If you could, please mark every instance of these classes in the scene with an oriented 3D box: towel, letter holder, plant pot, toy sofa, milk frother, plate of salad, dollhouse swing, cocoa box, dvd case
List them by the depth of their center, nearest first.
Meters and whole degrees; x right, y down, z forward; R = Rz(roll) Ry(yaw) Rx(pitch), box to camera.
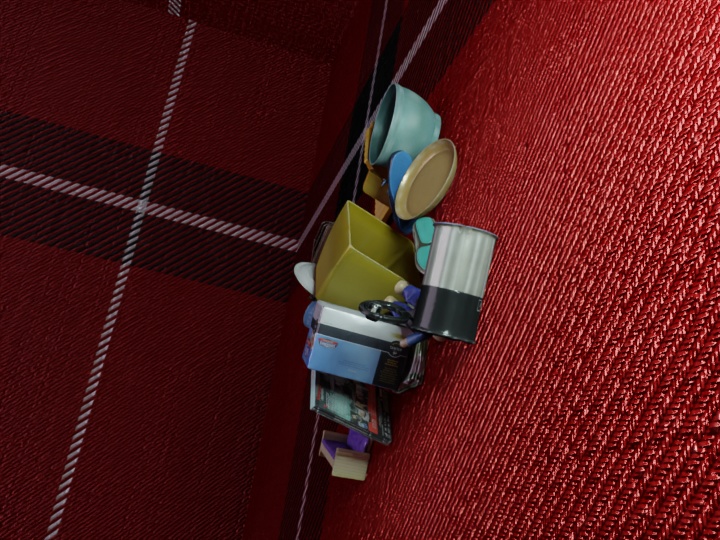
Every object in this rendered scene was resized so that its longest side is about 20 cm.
[{"bbox_3d":[0.115,0.014,1.346,0.180,0.198,0.190,163,120,-80],"label":"milk frother"},{"bbox_3d":[-0.008,0.155,1.617,0.133,0.198,0.133,-158,84,-80],"label":"cocoa box"},{"bbox_3d":[0.106,0.149,1.630,0.149,0.030,0.202,136,146,-67],"label":"towel"},{"bbox_3d":[-0.020,0.279,1.668,0.022,0.199,0.147,-46,27,29],"label":"dvd case"},{"bbox_3d":[0.148,-0.196,1.704,0.200,0.027,0.201,-43,32,34],"label":"plant pot"},{"bbox_3d":[0.000,0.000,1.761,0.177,0.199,0.201,-48,24,25],"label":"plant pot"},{"bbox_3d":[-0.038,0.425,1.855,0.200,0.082,0.099,-176,98,-78],"label":"toy sofa"},{"bbox_3d":[-0.076,0.047,1.871,0.048,0.199,0.201,-58,18,21],"label":"plate of salad"},{"bbox_3d":[0.114,-0.337,1.880,0.200,0.133,0.202,-167,90,-78],"label":"plant pot"},{"bbox_3d":[-0.009,-0.064,1.974,0.101,0.198,0.143,-87,18,-52],"label":"letter holder"},{"bbox_3d":[0.036,-0.248,2.093,0.175,0.181,0.201,-37,36,39],"label":"dollhouse swing"}]

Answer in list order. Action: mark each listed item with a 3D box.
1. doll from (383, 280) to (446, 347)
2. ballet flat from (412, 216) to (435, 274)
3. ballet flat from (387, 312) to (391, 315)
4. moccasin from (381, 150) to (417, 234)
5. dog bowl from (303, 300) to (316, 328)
[{"bbox_3d":[0.117,0.091,1.512,0.137,0.048,0.200,-52,33,-3],"label":"doll"},{"bbox_3d":[0.146,-0.036,1.617,0.201,0.067,0.064,-92,-8,-53],"label":"ballet flat"},{"bbox_3d":[0.031,0.085,1.922,0.075,0.068,0.200,-42,14,-5],"label":"ballet flat"},{"bbox_3d":[0.087,-0.185,1.833,0.068,0.080,0.202,-141,44,-61],"label":"moccasin"},{"bbox_3d":[-0.054,0.107,1.991,0.050,0.199,0.112,42,129,34],"label":"dog bowl"}]
